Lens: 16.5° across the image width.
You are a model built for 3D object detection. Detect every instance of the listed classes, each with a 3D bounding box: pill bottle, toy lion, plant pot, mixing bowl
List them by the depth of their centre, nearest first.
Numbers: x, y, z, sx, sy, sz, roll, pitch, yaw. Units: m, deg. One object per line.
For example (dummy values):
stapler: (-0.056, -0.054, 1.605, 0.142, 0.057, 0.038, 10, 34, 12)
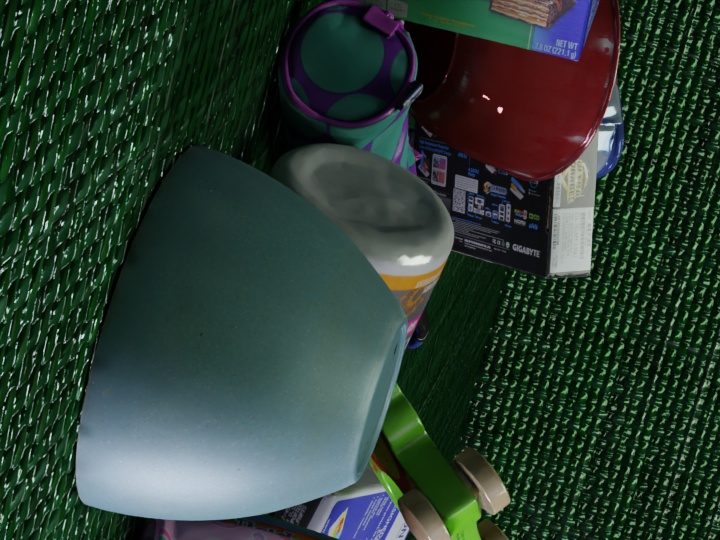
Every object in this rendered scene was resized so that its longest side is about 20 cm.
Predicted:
plant pot: (-0.052, 0.049, 1.313, 0.200, 0.134, 0.201, 17, 90, -82)
pill bottle: (-0.030, 0.034, 1.470, 0.116, 0.116, 0.200, -60, 175, -59)
toy lion: (0.028, 0.128, 1.732, 0.069, 0.192, 0.200, -34, 151, -10)
mixing bowl: (0.089, -0.167, 1.816, 0.200, 0.108, 0.201, -4, -95, 60)

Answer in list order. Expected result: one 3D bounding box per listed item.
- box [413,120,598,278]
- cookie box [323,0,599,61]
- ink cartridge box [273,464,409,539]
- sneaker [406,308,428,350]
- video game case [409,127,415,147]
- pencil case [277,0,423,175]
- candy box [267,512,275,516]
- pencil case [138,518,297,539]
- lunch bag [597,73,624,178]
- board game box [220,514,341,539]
box: (0.111, -0.108, 1.933, 0.200, 0.050, 0.199, 17, -74, 57)
cookie box: (0.066, -0.227, 1.435, 0.200, 0.171, 0.075, 95, 11, -56)
ink cartridge box: (-0.037, 0.241, 1.900, 0.198, 0.047, 0.200, -64, 161, 9)
sneaker: (0.000, 0.001, 1.661, 0.081, 0.115, 0.200, 100, 10, -50)
video game case: (0.002, -0.023, 1.991, 0.182, 0.023, 0.201, -1, 108, -82)
pencil case: (-0.003, -0.090, 1.548, 0.092, 0.085, 0.200, -42, 165, -14)
candy box: (-0.063, 0.108, 1.783, 0.102, 0.026, 0.200, -53, 159, -61)
pencil case: (-0.043, 0.205, 1.480, 0.087, 0.199, 0.088, -162, -90, -80)
lunch bag: (0.134, -0.161, 2.006, 0.160, 0.075, 0.201, -19, -105, 54)
board game box: (-0.053, 0.226, 1.637, 0.200, 0.152, 0.045, -50, 156, -70)
